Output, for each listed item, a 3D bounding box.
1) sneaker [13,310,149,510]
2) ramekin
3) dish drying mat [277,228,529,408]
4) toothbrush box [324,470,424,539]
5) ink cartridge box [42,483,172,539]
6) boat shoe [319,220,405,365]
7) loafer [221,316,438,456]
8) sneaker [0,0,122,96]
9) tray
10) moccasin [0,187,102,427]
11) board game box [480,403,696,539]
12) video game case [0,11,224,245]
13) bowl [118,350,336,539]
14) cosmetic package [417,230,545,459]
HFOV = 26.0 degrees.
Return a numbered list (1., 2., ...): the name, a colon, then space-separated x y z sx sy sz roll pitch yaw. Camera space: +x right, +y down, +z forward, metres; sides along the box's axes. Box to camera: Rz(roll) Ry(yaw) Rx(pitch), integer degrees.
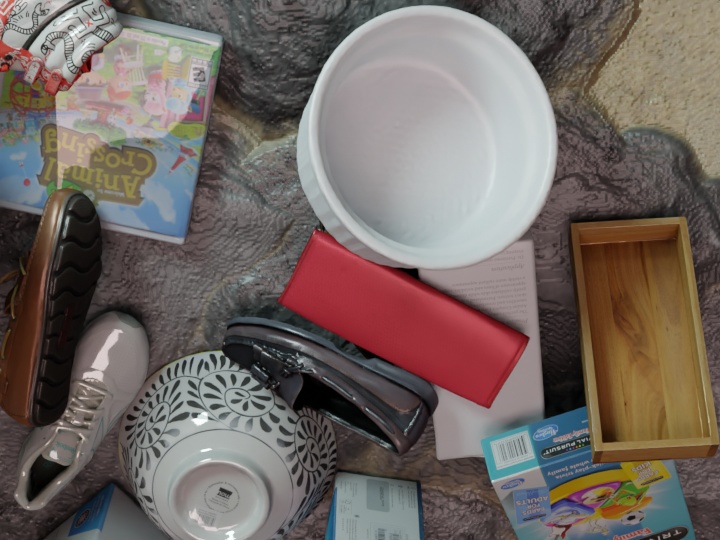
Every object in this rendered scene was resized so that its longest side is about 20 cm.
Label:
1. sneaker: -0.243 0.128 1.359 0.070 0.080 0.201 27 109 -9
2. ramekin: 0.045 -0.096 1.214 0.199 0.098 0.202 2 84 -15
3. dish drying mat: 0.035 0.040 1.280 0.199 0.018 0.077 27 116 -5
4. toothbrush box: 0.000 0.306 1.397 0.085 0.147 0.202 9 112 -4
5. ink cartridge box: -0.254 0.330 1.404 0.200 0.147 0.146 -39 108 18
6. boat shoe: 0.000 0.000 1.309 0.071 0.068 0.201 -15 112 6
7. loafer: -0.035 0.097 1.315 0.199 0.063 0.072 18 151 17
8. sneaker: -0.283 -0.172 1.216 0.200 0.067 0.108 -30 107 10
9. tray: 0.230 0.055 1.277 0.098 0.202 0.037 -3 154 2
10. moccasin: -0.266 0.027 1.299 0.077 0.073 0.203 23 112 27
11. board game box: 0.204 0.195 1.358 0.150 0.047 0.201 -18 138 8
12. video game case: -0.225 -0.126 1.282 0.198 0.022 0.183 12 113 -5
13. bowl: -0.121 0.181 1.373 0.199 0.094 0.202 0 112 1
14. cosmetic package: 0.103 0.055 1.332 0.101 0.074 0.202 -4 115 2
